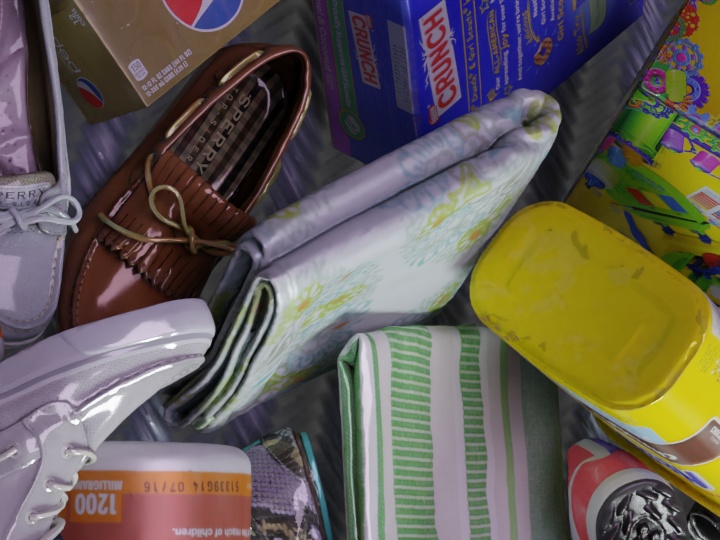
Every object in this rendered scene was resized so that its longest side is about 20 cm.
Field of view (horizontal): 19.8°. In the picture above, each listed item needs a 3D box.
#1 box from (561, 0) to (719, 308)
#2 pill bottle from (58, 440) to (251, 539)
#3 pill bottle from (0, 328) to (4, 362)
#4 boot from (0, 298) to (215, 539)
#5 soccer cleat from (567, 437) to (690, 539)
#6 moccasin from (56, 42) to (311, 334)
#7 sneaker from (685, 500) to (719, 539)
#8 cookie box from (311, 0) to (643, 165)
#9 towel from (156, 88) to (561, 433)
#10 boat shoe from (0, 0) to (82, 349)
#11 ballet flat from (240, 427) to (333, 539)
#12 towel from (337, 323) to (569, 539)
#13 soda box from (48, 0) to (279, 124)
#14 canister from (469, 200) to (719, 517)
[{"bbox_3d":[0.236,-0.052,1.142,0.200,0.193,0.122,31,66,2],"label":"box"},{"bbox_3d":[-0.108,0.182,0.974,0.112,0.112,0.200,5,81,-33],"label":"pill bottle"},{"bbox_3d":[-0.230,-0.043,0.921,0.109,0.110,0.200,-10,87,-34],"label":"pill bottle"},{"bbox_3d":[-0.143,0.091,0.905,0.200,0.074,0.096,-24,77,-4],"label":"boot"},{"bbox_3d":[0.160,0.185,1.177,0.068,0.073,0.200,-22,119,-9],"label":"soccer cleat"},{"bbox_3d":[-0.084,-0.031,1.036,0.074,0.078,0.201,46,62,-20],"label":"moccasin"},{"bbox_3d":[0.239,0.097,1.236,0.115,0.076,0.201,-27,102,-35],"label":"sneaker"},{"bbox_3d":[0.066,-0.167,1.108,0.200,0.075,0.171,-40,142,-31],"label":"cookie box"},{"bbox_3d":[0.000,0.000,1.035,0.200,0.171,0.048,-29,76,-33],"label":"towel"},{"bbox_3d":[-0.173,-0.064,0.989,0.074,0.065,0.202,1,85,-33],"label":"boat shoe"},{"bbox_3d":[-0.029,0.182,1.064,0.072,0.072,0.201,-23,96,-33],"label":"ballet flat"},{"bbox_3d":[0.055,0.104,1.104,0.200,0.023,0.153,2,82,-54],"label":"towel"},{"bbox_3d":[-0.075,-0.161,1.067,0.200,0.064,0.068,-43,108,-30],"label":"soda box"},{"bbox_3d":[0.158,0.053,1.105,0.087,0.148,0.200,-53,141,-1],"label":"canister"}]
